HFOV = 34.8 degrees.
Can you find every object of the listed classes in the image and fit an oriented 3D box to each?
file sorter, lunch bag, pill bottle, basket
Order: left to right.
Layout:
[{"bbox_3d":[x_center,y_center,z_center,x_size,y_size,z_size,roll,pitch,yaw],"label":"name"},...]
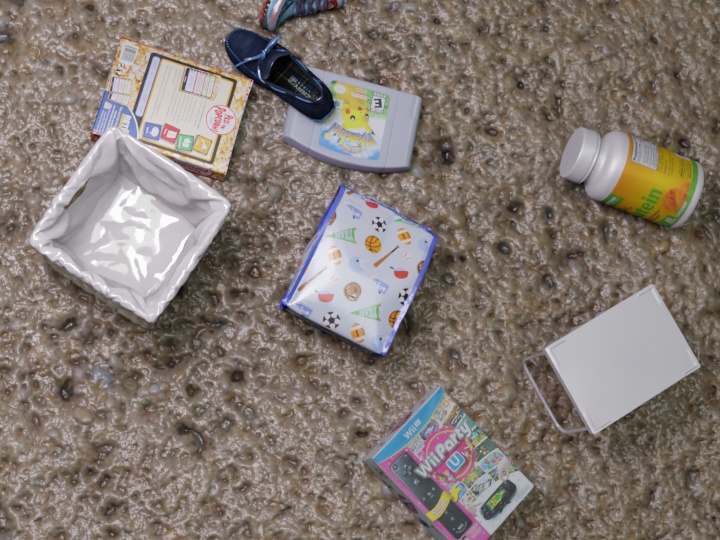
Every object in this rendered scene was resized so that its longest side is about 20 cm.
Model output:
[{"bbox_3d":[-0.312,-0.051,1.558,0.200,0.161,0.199,34,74,-6],"label":"basket"},{"bbox_3d":[0.000,0.000,1.643,0.169,0.124,0.201,26,83,-7],"label":"lunch bag"},{"bbox_3d":[0.364,0.136,1.701,0.199,0.125,0.139,-28,86,-17],"label":"file sorter"},{"bbox_3d":[0.414,-0.148,1.771,0.199,0.111,0.112,20,76,-9],"label":"pill bottle"}]

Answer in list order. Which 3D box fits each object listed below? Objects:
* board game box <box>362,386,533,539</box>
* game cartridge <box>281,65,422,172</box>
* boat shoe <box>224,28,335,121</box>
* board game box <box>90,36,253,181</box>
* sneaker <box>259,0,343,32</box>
[{"bbox_3d":[0.125,0.291,1.650,0.200,0.064,0.148,46,73,-1],"label":"board game box"},{"bbox_3d":[-0.012,-0.220,1.724,0.199,0.040,0.134,13,81,-11],"label":"game cartridge"},{"bbox_3d":[-0.115,-0.299,1.674,0.199,0.069,0.084,32,81,14],"label":"boat shoe"},{"bbox_3d":[-0.271,-0.232,1.659,0.199,0.046,0.152,18,76,-10],"label":"board game box"},{"bbox_3d":[-0.069,-0.423,1.725,0.095,0.079,0.200,40,74,-6],"label":"sneaker"}]
